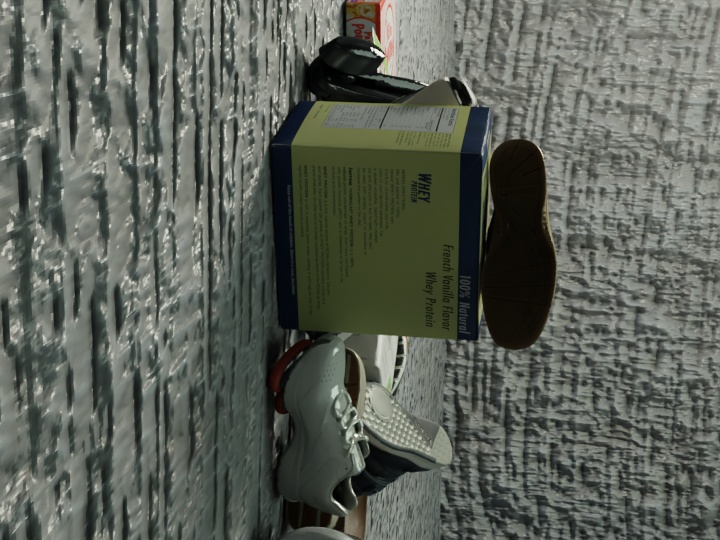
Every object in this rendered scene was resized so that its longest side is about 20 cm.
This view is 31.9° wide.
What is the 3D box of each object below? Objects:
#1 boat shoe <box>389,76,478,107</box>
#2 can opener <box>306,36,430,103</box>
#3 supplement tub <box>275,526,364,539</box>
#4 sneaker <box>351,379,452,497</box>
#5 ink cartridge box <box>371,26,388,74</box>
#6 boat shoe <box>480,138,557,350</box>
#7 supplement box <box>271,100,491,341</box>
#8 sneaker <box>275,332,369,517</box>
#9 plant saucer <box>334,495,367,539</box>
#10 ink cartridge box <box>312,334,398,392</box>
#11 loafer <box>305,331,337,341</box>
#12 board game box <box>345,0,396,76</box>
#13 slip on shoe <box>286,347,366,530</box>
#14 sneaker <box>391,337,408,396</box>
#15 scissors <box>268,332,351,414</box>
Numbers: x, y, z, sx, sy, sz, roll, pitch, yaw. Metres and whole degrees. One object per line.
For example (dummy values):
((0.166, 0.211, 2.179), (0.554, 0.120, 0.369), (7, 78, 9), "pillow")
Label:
((0.040, -0.140, 1.343), (0.075, 0.199, 0.093), (64, 20, -1), "boat shoe")
((0.022, -0.194, 1.369), (0.200, 0.078, 0.064), (16, 64, -43), "can opener")
((-0.030, 0.319, 1.240), (0.200, 0.122, 0.123), (55, 39, -73), "supplement tub")
((-0.007, 0.199, 1.455), (0.202, 0.146, 0.077), (39, 40, -43), "sneaker")
((0.000, -0.166, 1.480), (0.148, 0.075, 0.201), (32, 52, -80), "ink cartridge box")
((0.153, -0.022, 1.214), (0.072, 0.072, 0.201), (39, 49, -76), "boat shoe")
((0.026, -0.052, 1.250), (0.134, 0.199, 0.201), (-70, 161, -62), "supplement box")
((-0.027, 0.153, 1.236), (0.074, 0.087, 0.201), (-32, 135, -46), "sneaker")
((-0.021, 0.330, 1.635), (0.200, 0.034, 0.201), (3, 90, -83), "plant saucer")
((-0.001, 0.062, 1.505), (0.146, 0.084, 0.201), (82, 14, -56), "ink cartridge box")
((0.000, 0.000, 1.397), (0.201, 0.068, 0.070), (-54, -179, -37), "loafer")
((0.015, -0.266, 1.632), (0.152, 0.046, 0.201), (-71, 162, -63), "board game box")
((-0.034, 0.181, 1.339), (0.061, 0.076, 0.201), (26, 70, -76), "slip on shoe")
((0.035, 0.097, 1.617), (0.080, 0.073, 0.201), (65, 29, -51), "sneaker")
((-0.031, 0.072, 1.279), (0.200, 0.014, 0.073), (-43, 144, -41), "scissors")
